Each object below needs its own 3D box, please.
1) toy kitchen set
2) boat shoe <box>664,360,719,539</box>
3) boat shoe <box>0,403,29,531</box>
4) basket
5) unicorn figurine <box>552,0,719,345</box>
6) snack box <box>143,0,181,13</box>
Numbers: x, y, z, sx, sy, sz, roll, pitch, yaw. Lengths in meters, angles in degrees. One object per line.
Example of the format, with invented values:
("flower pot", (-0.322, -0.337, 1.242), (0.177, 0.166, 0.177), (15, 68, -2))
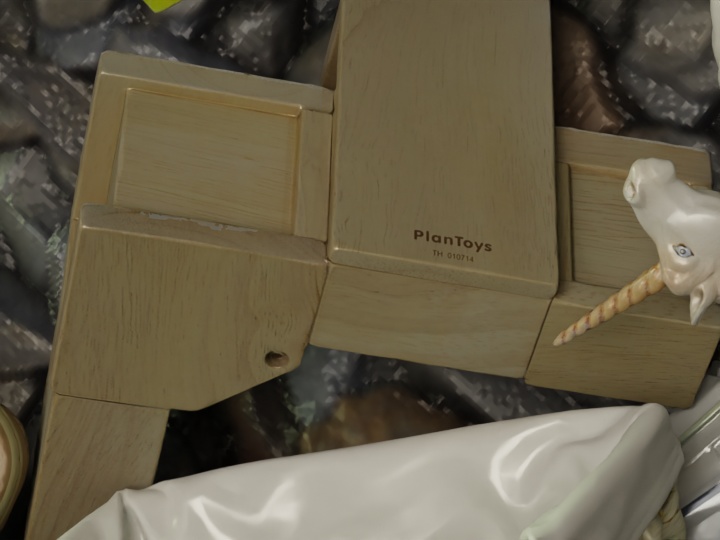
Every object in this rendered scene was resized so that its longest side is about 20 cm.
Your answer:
("toy kitchen set", (0.000, 0.000, 1.010), (0.199, 0.181, 0.164), (9, 46, -7))
("boat shoe", (0.129, 0.059, 0.955), (0.200, 0.074, 0.067), (-36, 61, 6))
("boat shoe", (-0.172, 0.106, 1.045), (0.200, 0.064, 0.071), (-44, 71, 30))
("basket", (0.000, 0.128, 0.885), (0.199, 0.136, 0.124), (-12, 102, 26))
("unicorn figurine", (0.126, -0.079, 0.862), (0.200, 0.138, 0.074), (-40, 36, -19))
("snack box", (-0.027, -0.191, 0.906), (0.199, 0.169, 0.068), (-27, 42, 19))
